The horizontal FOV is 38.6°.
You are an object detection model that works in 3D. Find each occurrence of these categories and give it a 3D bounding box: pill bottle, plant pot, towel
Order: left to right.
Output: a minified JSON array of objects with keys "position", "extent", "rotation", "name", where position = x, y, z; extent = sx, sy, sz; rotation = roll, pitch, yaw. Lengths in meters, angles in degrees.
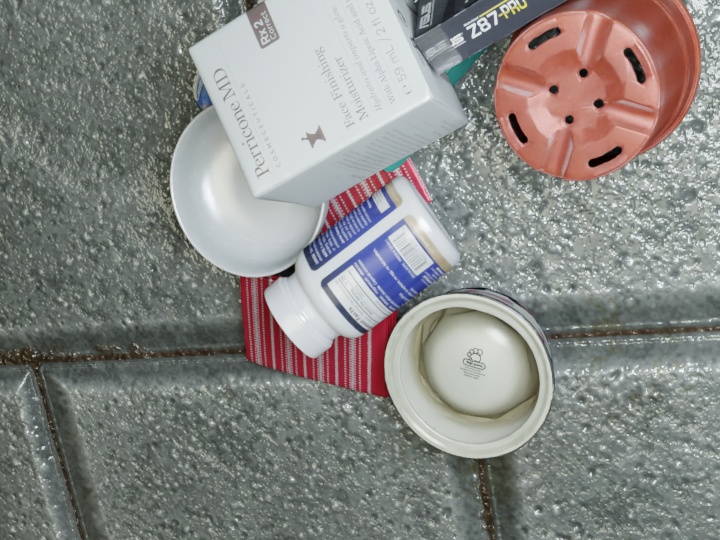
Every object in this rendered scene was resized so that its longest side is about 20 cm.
[{"position":[-0.051,0.074,1.247],"extent":[0.197,0.023,0.146],"rotation":[13,126,18],"name":"towel"},{"position":[-0.028,-0.097,1.201],"extent":[0.199,0.022,0.146],"rotation":[-29,94,25],"name":"towel"},{"position":[0.000,0.000,1.119],"extent":[0.199,0.116,0.116],"rotation":[-36,93,8],"name":"pill bottle"},{"position":[0.219,-0.180,0.981],"extent":[0.198,0.195,0.204],"rotation":[7,111,18],"name":"plant pot"}]

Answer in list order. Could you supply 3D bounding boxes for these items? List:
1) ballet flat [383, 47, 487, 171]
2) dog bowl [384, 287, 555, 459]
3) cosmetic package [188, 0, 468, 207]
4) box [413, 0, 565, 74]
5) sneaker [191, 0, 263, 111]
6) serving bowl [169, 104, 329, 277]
[{"position":[0.065,-0.203,1.111],"extent":[0.071,0.069,0.201],"rotation":[46,114,23],"name":"ballet flat"},{"position":[0.131,0.109,1.183],"extent":[0.197,0.074,0.203],"rotation":[7,110,19],"name":"dog bowl"},{"position":[-0.027,-0.182,1.015],"extent":[0.198,0.165,0.167],"rotation":[-28,82,16],"name":"cosmetic package"},{"position":[0.134,-0.286,0.976],"extent":[0.160,0.201,0.049],"rotation":[-27,121,28],"name":"box"},{"position":[-0.110,-0.237,1.153],"extent":[0.199,0.078,0.089],"rotation":[-40,89,27],"name":"sneaker"},{"position":[-0.119,-0.098,1.186],"extent":[0.197,0.066,0.203],"rotation":[5,104,20],"name":"serving bowl"}]
